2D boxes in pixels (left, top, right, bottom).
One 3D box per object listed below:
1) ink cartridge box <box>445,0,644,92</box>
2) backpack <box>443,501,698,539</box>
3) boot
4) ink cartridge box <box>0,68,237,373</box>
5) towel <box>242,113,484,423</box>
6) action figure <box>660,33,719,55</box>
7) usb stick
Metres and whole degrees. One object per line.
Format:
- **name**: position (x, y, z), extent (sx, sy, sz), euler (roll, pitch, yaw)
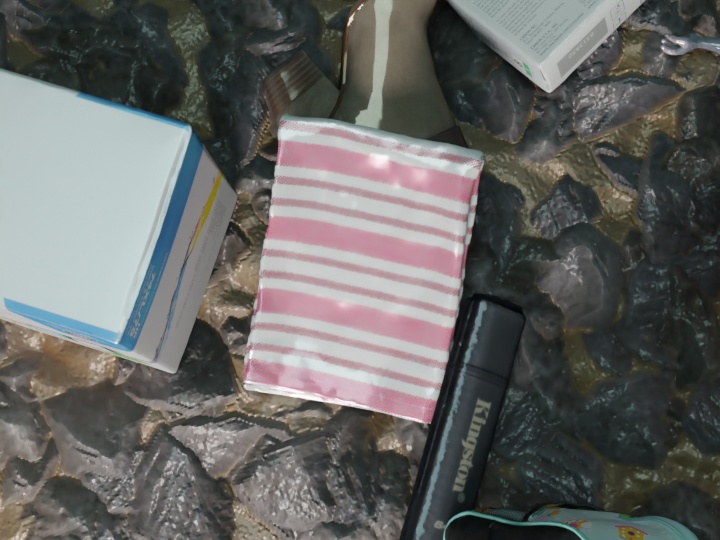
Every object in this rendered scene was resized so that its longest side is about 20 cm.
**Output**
- **ink cartridge box**: position (0.124, -0.249, 1.153), extent (0.161, 0.050, 0.200), euler (-45, 62, -5)
- **backpack**: position (0.147, 0.235, 0.974), extent (0.153, 0.200, 0.176), euler (5, 79, -17)
- **boot**: position (0.032, -0.124, 1.111), extent (0.200, 0.070, 0.146), euler (-39, 85, 7)
- **ink cartridge box**: position (-0.185, -0.027, 1.044), extent (0.147, 0.200, 0.146), euler (17, 83, 7)
- **towel**: position (0.000, 0.000, 1.081), extent (0.146, 0.030, 0.200), euler (10, 102, 5)
- **action figure**: position (0.316, -0.184, 1.104), extent (0.149, 0.134, 0.200), euler (21, 80, -17)
- **usb stick**: position (0.070, 0.114, 1.078), extent (0.033, 0.055, 0.200), euler (8, 78, 44)
